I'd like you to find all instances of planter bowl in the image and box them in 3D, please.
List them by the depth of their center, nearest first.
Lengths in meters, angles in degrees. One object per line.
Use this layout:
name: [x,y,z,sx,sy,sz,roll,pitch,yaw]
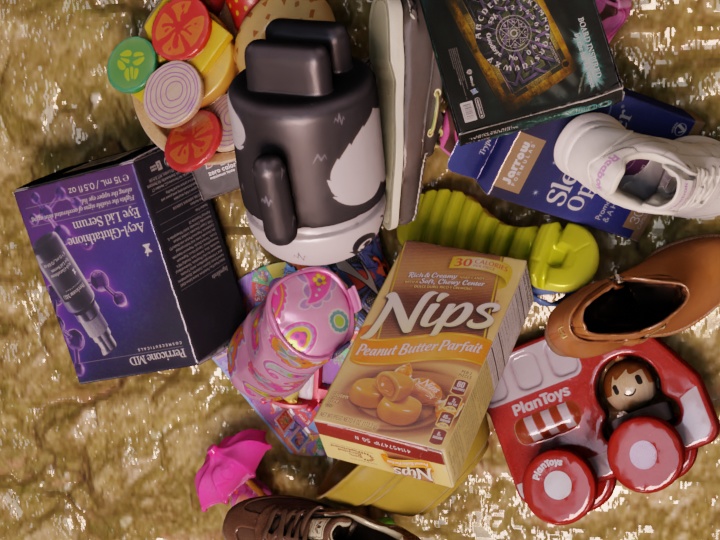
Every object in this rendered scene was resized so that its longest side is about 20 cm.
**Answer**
planter bowl: [0.056,0.159,1.246,0.083,0.200,0.200,45,112,-1]

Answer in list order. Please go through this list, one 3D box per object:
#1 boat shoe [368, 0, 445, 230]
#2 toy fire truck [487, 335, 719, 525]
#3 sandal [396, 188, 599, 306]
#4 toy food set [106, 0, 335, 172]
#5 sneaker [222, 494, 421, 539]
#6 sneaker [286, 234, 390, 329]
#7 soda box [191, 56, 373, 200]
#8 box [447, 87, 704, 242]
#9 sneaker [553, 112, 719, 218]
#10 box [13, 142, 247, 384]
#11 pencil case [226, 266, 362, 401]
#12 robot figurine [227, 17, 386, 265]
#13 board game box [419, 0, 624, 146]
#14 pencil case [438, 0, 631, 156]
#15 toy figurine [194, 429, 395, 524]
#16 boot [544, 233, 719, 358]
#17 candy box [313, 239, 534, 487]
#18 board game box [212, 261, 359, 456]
boat shoe: [0.044,-0.134,1.174,0.060,0.072,0.203,-6,110,-19]
toy fire truck: [0.210,0.126,1.254,0.199,0.112,0.169,-25,80,20]
sandal: [0.123,-0.013,1.245,0.199,0.087,0.080,21,77,26]
toy food set: [-0.125,-0.185,1.233,0.200,0.049,0.199,39,95,26]
sneaker: [-0.034,0.226,1.211,0.198,0.071,0.076,8,150,19]
sneaker: [0.000,0.000,1.285,0.200,0.075,0.079,42,96,-4]
soda box: [-0.061,-0.130,1.267,0.199,0.063,0.071,-18,101,20]
box: [0.181,-0.104,1.169,0.199,0.032,0.122,15,114,-26]
sneaker: [0.254,-0.068,1.137,0.199,0.100,0.075,7,116,-29]
box: [-0.213,-0.009,1.311,0.147,0.104,0.202,-12,102,28]
pencil case: [-0.061,0.059,1.221,0.087,0.087,0.200,44,156,-1]
robot figurine: [-0.040,-0.101,1.130,0.149,0.125,0.201,-21,125,-23]
board game box: [0.118,-0.210,1.107,0.134,0.028,0.202,-14,72,2]
pencil case: [0.151,-0.171,1.186,0.094,0.090,0.201,45,116,32]
toy figurine: [-0.080,0.241,1.357,0.150,0.200,0.184,-41,69,-14]
boot: [0.248,0.015,1.154,0.198,0.155,0.077,-18,82,-5]
candy box: [0.056,0.071,1.142,0.115,0.201,0.056,11,143,24]
board game box: [-0.059,0.092,1.343,0.158,0.039,0.200,-38,94,22]
